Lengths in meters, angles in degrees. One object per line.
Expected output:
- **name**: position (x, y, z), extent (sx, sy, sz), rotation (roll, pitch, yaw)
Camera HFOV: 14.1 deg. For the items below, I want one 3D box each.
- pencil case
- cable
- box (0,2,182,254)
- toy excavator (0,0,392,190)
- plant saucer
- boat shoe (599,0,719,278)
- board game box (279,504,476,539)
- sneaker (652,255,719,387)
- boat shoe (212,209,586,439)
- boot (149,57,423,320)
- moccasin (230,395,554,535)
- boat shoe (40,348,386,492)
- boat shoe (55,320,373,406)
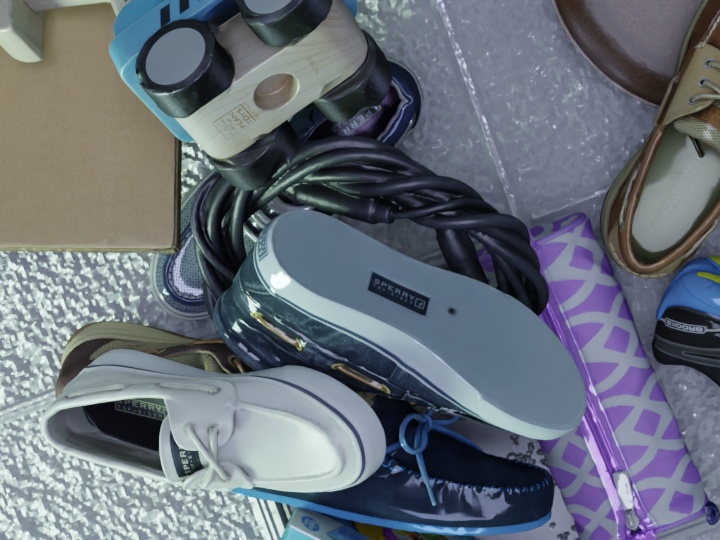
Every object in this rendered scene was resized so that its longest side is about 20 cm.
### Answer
- **pencil case**: position (0.128, 0.067, 1.656), extent (0.084, 0.085, 0.201), rotation (-24, 92, 22)
- **cable**: position (0.000, 0.000, 1.596), extent (0.199, 0.051, 0.164), rotation (28, 133, -3)
- **box**: position (-0.183, -0.111, 1.671), extent (0.162, 0.021, 0.202), rotation (0, 84, 3)
- **toy excavator**: position (-0.103, -0.137, 1.582), extent (0.194, 0.100, 0.201), rotation (-34, 49, 8)
- **plant saucer**: position (0.202, -0.188, 1.657), extent (0.199, 0.032, 0.202), rotation (0, 96, 3)
- **boat shoe**: position (0.200, -0.082, 1.614), extent (0.075, 0.074, 0.201), rotation (25, 101, -1)
- **board game box**: position (0.048, 0.186, 1.636), extent (0.199, 0.151, 0.047), rotation (26, 101, 0)
- **sneaker**: position (0.256, 0.065, 1.665), extent (0.199, 0.071, 0.083), rotation (28, 122, -4)
- **boat shoe**: position (0.020, 0.042, 1.562), extent (0.199, 0.091, 0.071), rotation (30, 52, -10)
- **boot**: position (-0.047, -0.047, 1.653), extent (0.073, 0.090, 0.200), rotation (44, 96, -1)
- **moccasin**: position (0.009, 0.099, 1.592), extent (0.198, 0.080, 0.069), rotation (8, 102, 7)
- **boat shoe**: position (-0.082, 0.086, 1.550), extent (0.199, 0.066, 0.072), rotation (13, 122, 30)
- **boat shoe**: position (-0.077, 0.071, 1.667), extent (0.198, 0.072, 0.073), rotation (7, 108, 1)
